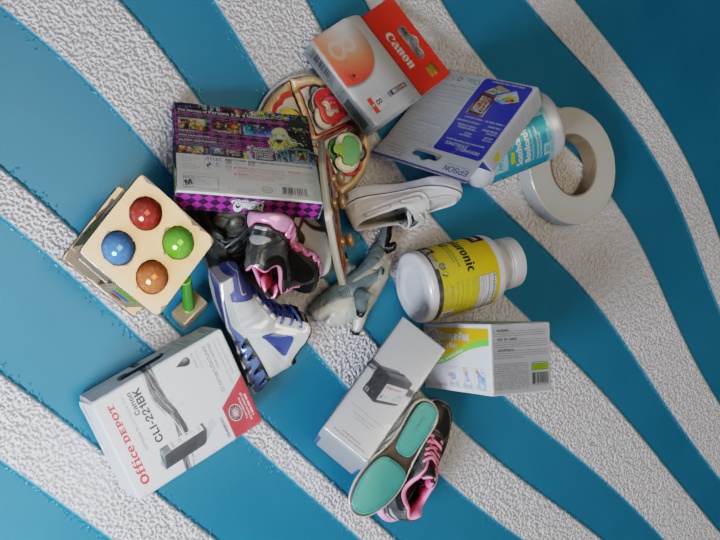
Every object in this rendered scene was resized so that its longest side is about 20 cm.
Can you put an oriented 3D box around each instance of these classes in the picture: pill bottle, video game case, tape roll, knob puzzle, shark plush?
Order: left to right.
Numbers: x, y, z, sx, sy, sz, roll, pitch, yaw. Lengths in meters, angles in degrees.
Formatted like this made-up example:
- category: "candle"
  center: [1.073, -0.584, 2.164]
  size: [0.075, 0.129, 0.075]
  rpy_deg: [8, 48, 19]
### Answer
- category: "video game case"
  center: [-0.157, -0.151, 1.245]
  size: [0.195, 0.036, 0.184]
  rpy_deg: [3, 48, -17]
- category: "knob puzzle"
  center: [-0.030, -0.081, 1.269]
  size: [0.030, 0.220, 0.225]
  rpy_deg: [-8, 92, 2]
- category: "shark plush"
  center: [0.000, 0.000, 1.386]
  size: [0.082, 0.091, 0.203]
  rpy_deg: [28, 79, 7]
- category: "pill bottle"
  center: [0.162, 0.007, 1.445]
  size: [0.196, 0.111, 0.114]
  rpy_deg: [-13, 94, -28]
- category: "pill bottle"
  center: [0.221, -0.203, 1.472]
  size: [0.196, 0.111, 0.113]
  rpy_deg: [-23, 99, -12]
- category: "tape roll"
  center: [0.361, -0.182, 1.600]
  size: [0.199, 0.037, 0.208]
  rpy_deg: [1, 89, -28]

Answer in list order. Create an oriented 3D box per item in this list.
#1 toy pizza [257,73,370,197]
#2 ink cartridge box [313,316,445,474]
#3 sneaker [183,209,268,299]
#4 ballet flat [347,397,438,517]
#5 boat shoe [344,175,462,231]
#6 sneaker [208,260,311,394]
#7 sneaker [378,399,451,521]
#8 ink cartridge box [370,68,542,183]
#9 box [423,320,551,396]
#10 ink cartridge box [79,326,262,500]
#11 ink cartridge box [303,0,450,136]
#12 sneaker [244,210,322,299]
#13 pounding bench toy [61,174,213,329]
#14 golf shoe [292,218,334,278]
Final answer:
- category: "toy pizza"
  center: [-0.066, -0.195, 1.373]
  size: [0.196, 0.032, 0.206]
  rpy_deg: [1, 87, -28]
- category: "ink cartridge box"
  center: [0.026, 0.185, 1.338]
  size: [0.083, 0.145, 0.201]
  rpy_deg: [36, 70, 5]
- category: "sneaker"
  center: [-0.174, -0.032, 1.266]
  size: [0.076, 0.114, 0.202]
  rpy_deg: [-34, 107, -23]
- category: "ballet flat"
  center: [0.046, 0.277, 1.365]
  size: [0.069, 0.069, 0.202]
  rpy_deg: [41, 77, -20]
- category: "boat shoe"
  center: [0.071, -0.094, 1.411]
  size: [0.195, 0.074, 0.067]
  rpy_deg: [-10, 64, -15]
- category: "sneaker"
  center: [-0.133, 0.065, 1.273]
  size: [0.113, 0.081, 0.203]
  rpy_deg: [-24, 123, -14]
- category: "sneaker"
  center: [0.098, 0.295, 1.402]
  size: [0.078, 0.095, 0.203]
  rpy_deg: [33, 72, -21]
- category: "ink cartridge box"
  center: [0.147, -0.216, 1.400]
  size: [0.201, 0.196, 0.047]
  rpy_deg: [-52, 138, -17]
- category: "box"
  center: [0.189, 0.131, 1.404]
  size: [0.110, 0.199, 0.104]
  rpy_deg: [-1, 88, -25]
- category: "ink cartridge box"
  center: [-0.254, 0.187, 1.230]
  size: [0.198, 0.083, 0.147]
  rpy_deg: [-30, 103, -25]
- category: "ink cartridge box"
  center: [0.035, -0.322, 1.396]
  size: [0.199, 0.050, 0.163]
  rpy_deg: [-39, 90, -24]
- category: "sneaker"
  center: [-0.109, 0.000, 1.233]
  size: [0.200, 0.077, 0.098]
  rpy_deg: [54, 41, -61]
- category: "pounding bench toy"
  center: [-0.261, -0.005, 1.192]
  size: [0.200, 0.155, 0.125]
  rpy_deg: [43, 70, -20]
- category: "golf shoe"
  center: [-0.111, -0.064, 1.305]
  size: [0.202, 0.076, 0.088]
  rpy_deg: [55, 27, -10]
